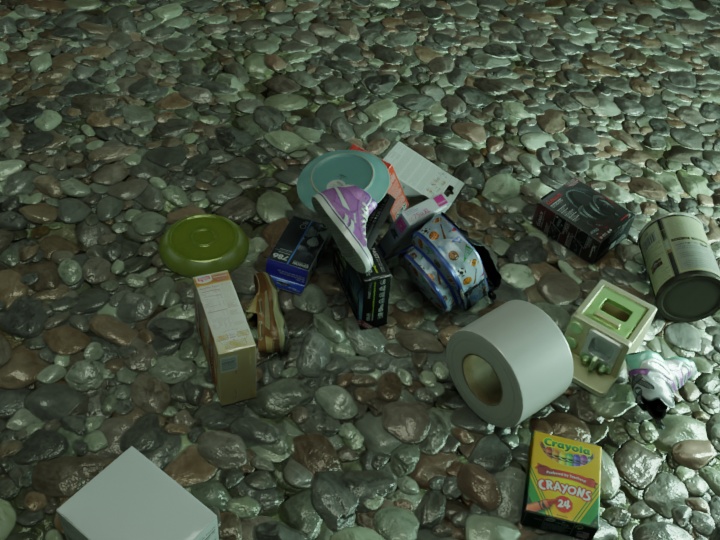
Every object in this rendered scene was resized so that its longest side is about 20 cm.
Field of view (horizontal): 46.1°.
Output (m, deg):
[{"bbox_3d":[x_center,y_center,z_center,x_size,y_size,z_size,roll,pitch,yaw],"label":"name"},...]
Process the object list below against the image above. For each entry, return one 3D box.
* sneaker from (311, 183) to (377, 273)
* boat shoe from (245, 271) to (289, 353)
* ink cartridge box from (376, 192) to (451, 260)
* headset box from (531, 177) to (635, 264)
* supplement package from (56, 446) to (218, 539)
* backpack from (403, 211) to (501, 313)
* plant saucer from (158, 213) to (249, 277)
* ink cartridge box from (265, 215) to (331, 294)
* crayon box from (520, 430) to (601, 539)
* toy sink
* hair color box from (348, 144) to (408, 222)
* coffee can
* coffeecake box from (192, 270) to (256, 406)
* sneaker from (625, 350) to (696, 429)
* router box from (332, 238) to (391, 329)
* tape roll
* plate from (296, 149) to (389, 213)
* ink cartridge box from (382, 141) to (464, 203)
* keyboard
[{"bbox_3d":[-0.002,-0.094,1.665,0.114,0.073,0.201,-23,65,-19],"label":"sneaker"},{"bbox_3d":[-0.197,0.084,1.711,0.073,0.076,0.200,-11,46,-12],"label":"boat shoe"},{"bbox_3d":[0.107,-0.089,1.829,0.119,0.200,0.042,-27,75,-28],"label":"ink cartridge box"},{"bbox_3d":[0.516,-0.125,1.993,0.149,0.077,0.200,-32,58,-32],"label":"headset box"},{"bbox_3d":[-0.348,0.411,1.342,0.200,0.111,0.156,32,50,23],"label":"supplement package"},{"bbox_3d":[0.178,-0.019,1.772,0.154,0.191,0.200,-38,58,-16],"label":"backpack"},{"bbox_3d":[-0.347,-0.064,1.873,0.199,0.031,0.201,3,45,-3],"label":"plant saucer"},{"bbox_3d":[-0.140,-0.037,1.863,0.099,0.039,0.200,15,46,8],"label":"ink cartridge box"},{"bbox_3d":[0.359,0.367,1.503,0.126,0.051,0.200,12,45,6],"label":"crayon box"},{"bbox_3d":[0.489,0.132,1.708,0.130,0.112,0.200,31,50,24],"label":"toy sink"},{"bbox_3d":[0.034,-0.194,1.922,0.111,0.200,0.064,31,78,23],"label":"hair color box"},{"bbox_3d":[0.700,-0.009,1.846,0.146,0.147,0.201,4,45,-2],"label":"coffee can"},{"bbox_3d":[-0.258,0.126,1.605,0.073,0.154,0.200,-12,47,-18],"label":"coffeecake box"},{"bbox_3d":[0.588,0.238,1.643,0.199,0.078,0.141,11,70,-34],"label":"sneaker"},{"bbox_3d":[0.000,0.000,1.760,0.062,0.150,0.200,-12,47,-15],"label":"router box"},{"bbox_3d":[0.276,0.173,1.581,0.139,0.203,0.203,-25,53,-28],"label":"tape roll"},{"bbox_3d":[-0.037,-0.193,1.782,0.199,0.026,0.201,-3,50,4],"label":"plate"},{"bbox_3d":[0.139,-0.220,2.063,0.200,0.057,0.163,36,37,0],"label":"ink cartridge box"},{"bbox_3d":[-0.014,-0.110,1.747,0.127,0.021,0.200,15,47,12],"label":"keyboard"}]
